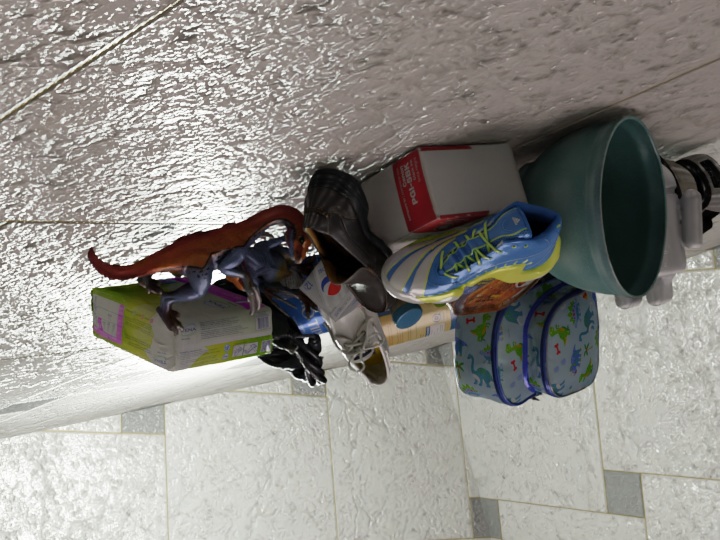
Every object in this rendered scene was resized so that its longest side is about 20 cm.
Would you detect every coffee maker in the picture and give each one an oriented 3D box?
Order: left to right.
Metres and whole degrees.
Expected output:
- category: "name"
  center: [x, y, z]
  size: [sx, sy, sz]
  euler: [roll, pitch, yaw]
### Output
- category: "coffee maker"
  center: [0.396, -0.093, 1.499]
  size: [0.191, 0.136, 0.199]
  euler: [-10, 177, 39]

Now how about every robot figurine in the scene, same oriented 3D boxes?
- category: "robot figurine"
  center: [0.345, -0.055, 1.341]
  size: [0.168, 0.202, 0.113]
  euler: [-8, 179, 26]

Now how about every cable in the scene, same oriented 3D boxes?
- category: "cable"
  center: [-0.124, 0.082, 1.417]
  size: [0.199, 0.051, 0.164]
  euler: [24, 158, 27]

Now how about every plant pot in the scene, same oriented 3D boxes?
- category: "plant pot"
  center: [0.252, -0.068, 1.223]
  size: [0.133, 0.203, 0.200]
  euler: [-2, 180, 35]

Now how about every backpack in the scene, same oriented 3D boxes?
- category: "backpack"
  center: [0.230, 0.091, 1.463]
  size: [0.199, 0.185, 0.146]
  euler: [-17, -160, -40]

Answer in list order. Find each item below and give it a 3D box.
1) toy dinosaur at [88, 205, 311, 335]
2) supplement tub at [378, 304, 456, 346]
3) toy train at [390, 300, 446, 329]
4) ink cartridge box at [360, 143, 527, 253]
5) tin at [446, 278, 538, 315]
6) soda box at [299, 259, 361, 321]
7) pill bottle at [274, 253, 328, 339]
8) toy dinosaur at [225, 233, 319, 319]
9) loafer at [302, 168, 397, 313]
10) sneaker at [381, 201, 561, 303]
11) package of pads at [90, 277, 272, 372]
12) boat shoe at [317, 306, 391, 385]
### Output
- category: "toy dinosaur"
  center: [-0.148, -0.013, 1.135]
  size: [0.181, 0.105, 0.200]
  euler: [-39, 153, 16]
- category: "supplement tub"
  center: [0.054, 0.039, 1.638]
  size: [0.198, 0.146, 0.145]
  euler: [-15, 171, -6]
- category: "toy train"
  center: [0.103, 0.000, 1.521]
  size: [0.199, 0.116, 0.085]
  euler: [-22, 151, -20]
- category: "ink cartridge box"
  center: [0.064, -0.066, 1.200]
  size: [0.146, 0.084, 0.199]
  euler: [-7, 167, -40]
- category: "tin"
  center: [0.167, 0.001, 1.301]
  size: [0.112, 0.042, 0.199]
  euler: [-47, 157, 25]
- category: "soda box"
  center: [0.000, 0.000, 1.357]
  size: [0.068, 0.063, 0.200]
  euler: [-52, 171, 21]
- category: "pill bottle"
  center: [-0.101, 0.047, 1.523]
  size: [0.198, 0.113, 0.112]
  euler: [-17, 171, 7]
- category: "toy dinosaur"
  center: [-0.125, 0.007, 1.342]
  size: [0.199, 0.106, 0.181]
  euler: [-9, 159, 44]
- category: "loafer"
  center: [-0.015, -0.014, 1.115]
  size: [0.072, 0.073, 0.201]
  euler: [5, 143, 31]
- category: "sneaker"
  center: [0.119, -0.029, 1.102]
  size: [0.198, 0.076, 0.105]
  euler: [-13, 150, -17]
- category: "package of pads"
  center: [-0.225, 0.061, 1.313]
  size: [0.154, 0.069, 0.199]
  euler: [-8, -164, -43]
- category: "boat shoe"
  center: [-0.003, 0.096, 1.450]
  size: [0.074, 0.087, 0.203]
  euler: [-19, 139, 4]
